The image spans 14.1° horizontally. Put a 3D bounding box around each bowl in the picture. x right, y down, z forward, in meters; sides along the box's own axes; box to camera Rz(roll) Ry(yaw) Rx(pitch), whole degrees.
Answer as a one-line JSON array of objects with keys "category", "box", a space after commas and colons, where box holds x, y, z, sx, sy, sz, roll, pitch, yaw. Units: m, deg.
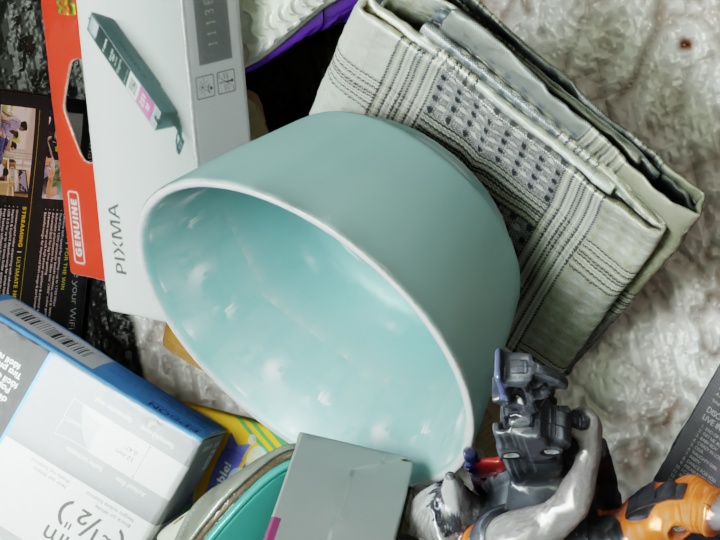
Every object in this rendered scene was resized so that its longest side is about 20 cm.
[{"category": "bowl", "box": [0.000, 0.000, 1.432, 0.201, 0.105, 0.201, 30, 148, 21]}]

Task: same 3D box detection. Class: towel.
[{"category": "towel", "box": [0.059, -0.043, 1.436, 0.193, 0.035, 0.200, 42, 148, 7]}]

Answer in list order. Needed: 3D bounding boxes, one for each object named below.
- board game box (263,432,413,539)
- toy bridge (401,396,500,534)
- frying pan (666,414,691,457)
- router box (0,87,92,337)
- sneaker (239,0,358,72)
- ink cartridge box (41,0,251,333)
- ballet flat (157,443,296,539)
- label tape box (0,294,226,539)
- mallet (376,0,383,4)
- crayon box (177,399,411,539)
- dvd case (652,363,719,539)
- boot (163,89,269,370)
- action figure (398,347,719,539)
[{"category": "board game box", "box": [-0.031, 0.201, 1.396, 0.064, 0.148, 0.200, 14, 113, 3]}, {"category": "toy bridge", "box": [0.021, 0.148, 1.545, 0.200, 0.027, 0.067, -41, 69, 24]}, {"category": "frying pan", "box": [0.181, 0.144, 1.450, 0.115, 0.031, 0.190, 35, 103, 29]}, {"category": "router box", "box": [-0.215, -0.003, 1.622, 0.051, 0.149, 0.200, 9, 93, 34]}, {"category": "sneaker", "box": [-0.019, -0.152, 1.537, 0.200, 0.099, 0.070, -27, 75, 29]}, {"category": "ink cartridge box", "box": [-0.127, -0.077, 1.547, 0.174, 0.044, 0.200, 10, 110, 46]}, {"category": "ballet flat", "box": [-0.090, 0.165, 1.496, 0.064, 0.067, 0.200, 37, 104, 43]}, {"category": "label tape box", "box": [-0.184, 0.134, 1.532, 0.143, 0.066, 0.200, 31, 95, 6]}, {"category": "mallet", "box": [0.041, -0.094, 1.460, 0.041, 0.200, 0.066, -24, 31, 59]}, {"category": "crayon box", "box": [-0.073, 0.141, 1.563, 0.200, 0.052, 0.126, 11, 87, 41]}, {"category": "dvd case", "box": [0.201, 0.140, 1.409, 0.149, 0.016, 0.200, 37, 108, 30]}, {"category": "boot", "box": [-0.085, -0.026, 1.591, 0.201, 0.071, 0.144, 30, 104, 25]}, {"category": "action figure", "box": [0.107, 0.119, 1.347, 0.193, 0.200, 0.105, 3, 64, 22]}]
